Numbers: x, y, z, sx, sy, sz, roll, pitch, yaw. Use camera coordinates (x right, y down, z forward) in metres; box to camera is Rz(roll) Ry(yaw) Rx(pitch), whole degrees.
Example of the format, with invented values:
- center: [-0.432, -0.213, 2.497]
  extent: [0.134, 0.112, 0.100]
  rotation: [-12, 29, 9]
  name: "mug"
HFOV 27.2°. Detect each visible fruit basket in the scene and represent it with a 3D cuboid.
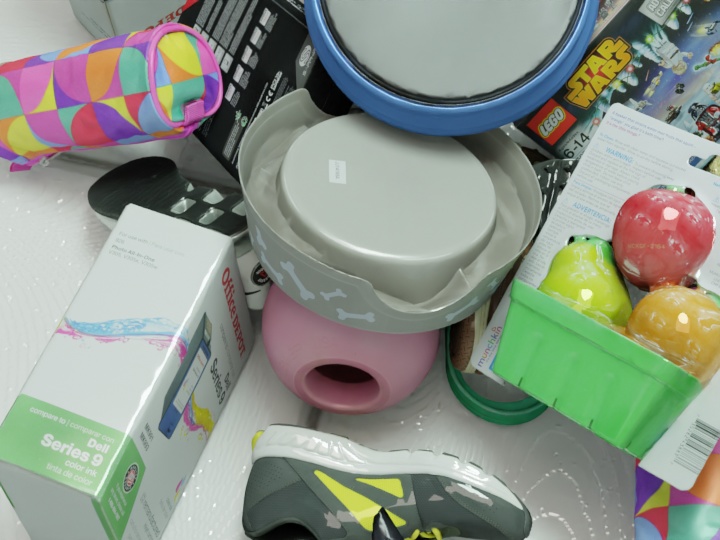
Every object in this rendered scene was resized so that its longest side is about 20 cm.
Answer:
- center: [0.183, 0.012, 0.934]
  extent: [0.185, 0.094, 0.201]
  rotation: [29, 83, 39]
  name: "fruit basket"

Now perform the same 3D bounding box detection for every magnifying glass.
- center: [0.078, 0.025, 1.085]
  extent: [0.079, 0.022, 0.201]
  rotation: [-21, 58, -13]
  name: "magnifying glass"

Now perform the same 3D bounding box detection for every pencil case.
- center: [0.221, 0.109, 0.983]
  extent: [0.088, 0.089, 0.201]
  rotation: [5, 58, 6]
  name: "pencil case"
- center: [-0.197, -0.128, 1.110]
  extent: [0.199, 0.088, 0.089]
  rotation: [-7, 51, 38]
  name: "pencil case"

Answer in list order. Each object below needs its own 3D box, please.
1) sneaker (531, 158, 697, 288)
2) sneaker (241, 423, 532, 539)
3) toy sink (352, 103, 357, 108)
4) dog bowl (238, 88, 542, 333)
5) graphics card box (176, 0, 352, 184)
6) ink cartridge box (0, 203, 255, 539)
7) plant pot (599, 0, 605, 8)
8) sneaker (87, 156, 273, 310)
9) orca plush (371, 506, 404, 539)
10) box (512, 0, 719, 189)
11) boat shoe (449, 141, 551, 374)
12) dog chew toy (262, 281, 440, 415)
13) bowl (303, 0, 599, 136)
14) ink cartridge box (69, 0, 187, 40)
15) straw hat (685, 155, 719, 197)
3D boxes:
- center: [0.201, -0.024, 1.040]
  extent: [0.198, 0.091, 0.067]
  rotation: [13, 75, 6]
  name: "sneaker"
- center: [0.014, 0.164, 0.983]
  extent: [0.198, 0.075, 0.085]
  rotation: [9, 65, 18]
  name: "sneaker"
- center: [0.025, -0.203, 1.175]
  extent: [0.129, 0.112, 0.201]
  rotation: [-11, 58, -3]
  name: "toy sink"
- center: [0.016, -0.041, 0.975]
  extent: [0.198, 0.059, 0.201]
  rotation: [7, 44, -7]
  name: "dog bowl"
- center: [-0.079, -0.146, 1.105]
  extent: [0.051, 0.126, 0.200]
  rotation: [14, 19, -37]
  name: "graphics card box"
- center: [-0.152, 0.080, 0.990]
  extent: [0.087, 0.146, 0.201]
  rotation: [17, 60, 12]
  name: "ink cartridge box"
- center: [0.213, -0.232, 1.138]
  extent: [0.198, 0.200, 0.181]
  rotation: [-11, 64, -4]
  name: "plant pot"
- center: [-0.133, -0.022, 1.100]
  extent: [0.074, 0.089, 0.200]
  rotation: [-36, 38, -21]
  name: "sneaker"
- center: [-0.058, 0.208, 0.943]
  extent: [0.200, 0.105, 0.071]
  rotation: [-40, 22, 14]
  name: "orca plush"
- center: [0.217, -0.143, 1.039]
  extent: [0.200, 0.137, 0.040]
  rotation: [-48, 25, 18]
  name: "box"
- center: [0.114, -0.011, 1.058]
  extent: [0.074, 0.075, 0.203]
  rotation: [15, 55, -1]
  name: "boat shoe"
- center: [0.000, 0.000, 1.051]
  extent: [0.123, 0.125, 0.201]
  rotation: [5, 52, 6]
  name: "dog chew toy"
- center: [0.060, -0.191, 0.985]
  extent: [0.199, 0.039, 0.202]
  rotation: [-1, 80, 3]
  name: "bowl"
- center: [-0.172, -0.284, 1.184]
  extent: [0.146, 0.201, 0.083]
  rotation: [-36, 60, -19]
  name: "ink cartridge box"
- center: [0.292, -0.075, 1.099]
  extent: [0.199, 0.085, 0.202]
  rotation: [-1, 59, 2]
  name: "straw hat"
